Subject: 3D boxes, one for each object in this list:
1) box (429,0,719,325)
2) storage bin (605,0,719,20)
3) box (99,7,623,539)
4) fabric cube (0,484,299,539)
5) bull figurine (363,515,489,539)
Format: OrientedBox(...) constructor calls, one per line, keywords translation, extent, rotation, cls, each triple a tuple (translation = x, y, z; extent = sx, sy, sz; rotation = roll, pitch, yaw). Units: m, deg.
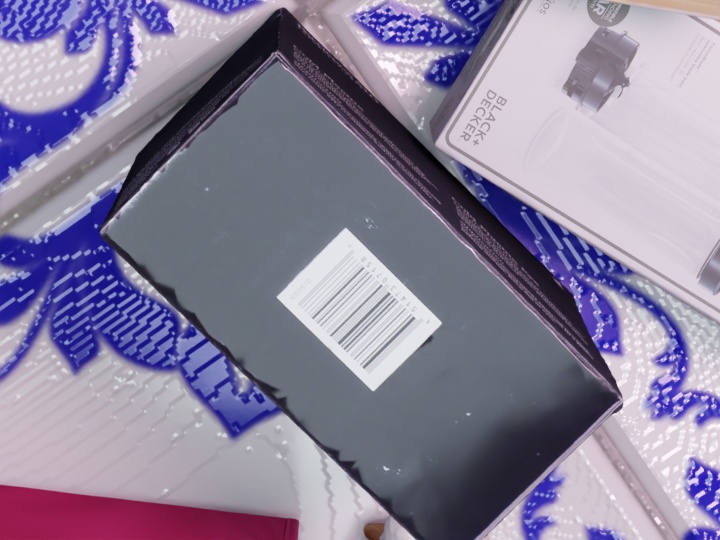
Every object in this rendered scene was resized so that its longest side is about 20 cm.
OrientedBox(translation=(0.143, -0.057, 1.015), extent=(0.199, 0.060, 0.117), rotation=(30, 100, -6), cls="box")
OrientedBox(translation=(0.079, -0.218, 0.894), extent=(0.197, 0.094, 0.201), rotation=(11, 140, 14), cls="storage bin")
OrientedBox(translation=(0.000, 0.000, 0.963), extent=(0.104, 0.182, 0.200), rotation=(-44, 99, 9), cls="box")
OrientedBox(translation=(-0.138, 0.220, 1.002), extent=(0.198, 0.200, 0.198), rotation=(6, 103, 0), cls="fabric cube")
OrientedBox(translation=(0.018, 0.207, 1.034), extent=(0.065, 0.200, 0.122), rotation=(-14, 123, 41), cls="bull figurine")
